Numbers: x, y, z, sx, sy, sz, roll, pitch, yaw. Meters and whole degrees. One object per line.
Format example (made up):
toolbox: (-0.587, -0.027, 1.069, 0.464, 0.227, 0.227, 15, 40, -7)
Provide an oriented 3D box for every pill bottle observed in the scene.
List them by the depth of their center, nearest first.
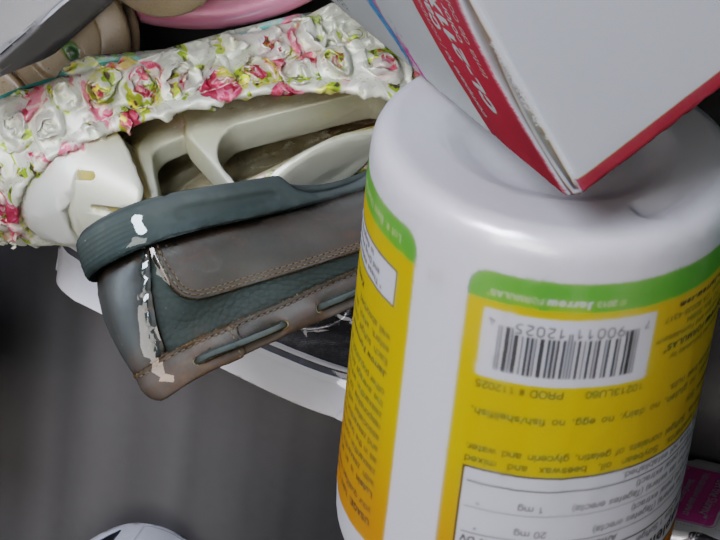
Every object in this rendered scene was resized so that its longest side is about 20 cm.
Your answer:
pill bottle: (0.050, 0.044, 0.729, 0.110, 0.111, 0.201, 16, 125, 14)

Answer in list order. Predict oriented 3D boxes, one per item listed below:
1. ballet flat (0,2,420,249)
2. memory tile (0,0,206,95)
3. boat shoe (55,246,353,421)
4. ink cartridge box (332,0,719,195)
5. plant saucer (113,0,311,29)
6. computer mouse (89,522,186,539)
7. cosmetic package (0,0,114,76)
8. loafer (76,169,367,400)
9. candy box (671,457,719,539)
ballet flat: (-0.061, -0.043, 0.809, 0.199, 0.064, 0.076, -18, 143, -2)
memory tile: (-0.152, -0.141, 0.828, 0.153, 0.017, 0.200, -39, 91, 25)
boat shoe: (-0.020, 0.002, 0.855, 0.199, 0.072, 0.068, 21, 114, 20)
ink cartridge box: (0.057, -0.127, 0.679, 0.145, 0.200, 0.083, -38, 123, -4)
plant saucer: (-0.058, -0.188, 0.817, 0.199, 0.051, 0.202, 6, 108, 17)
computer mouse: (-0.136, 0.182, 0.911, 0.110, 0.044, 0.200, 45, 85, -9)
cosmetic package: (-0.140, -0.172, 0.760, 0.107, 0.090, 0.200, -34, 96, 25)
loafer: (0.000, 0.000, 0.784, 0.072, 0.199, 0.063, -33, 70, 57)
candy box: (0.123, 0.160, 0.847, 0.199, 0.072, 0.169, 11, 110, 16)
